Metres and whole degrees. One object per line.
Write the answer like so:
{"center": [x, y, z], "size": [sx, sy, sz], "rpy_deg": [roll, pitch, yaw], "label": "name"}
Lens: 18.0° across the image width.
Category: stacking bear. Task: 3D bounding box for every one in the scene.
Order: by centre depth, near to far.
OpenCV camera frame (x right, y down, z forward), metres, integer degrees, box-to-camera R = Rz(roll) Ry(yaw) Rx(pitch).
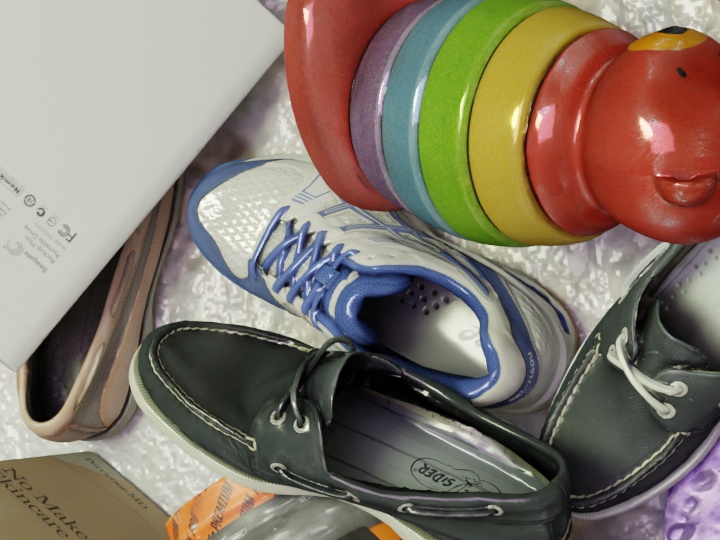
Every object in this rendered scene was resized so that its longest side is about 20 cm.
{"center": [0.079, -0.062, 0.923], "size": [0.199, 0.121, 0.114], "rpy_deg": [15, 111, 45], "label": "stacking bear"}

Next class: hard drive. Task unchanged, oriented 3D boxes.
{"center": [-0.142, -0.074, 1.025], "size": [0.132, 0.027, 0.200], "rpy_deg": [41, 80, -13], "label": "hard drive"}

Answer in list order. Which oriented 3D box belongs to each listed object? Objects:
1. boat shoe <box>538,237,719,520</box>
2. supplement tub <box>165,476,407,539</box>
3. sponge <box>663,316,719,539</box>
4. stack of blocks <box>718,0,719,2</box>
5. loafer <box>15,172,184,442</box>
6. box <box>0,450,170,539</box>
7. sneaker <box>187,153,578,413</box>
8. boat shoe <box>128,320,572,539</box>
{"center": [0.134, 0.023, 0.932], "size": [0.076, 0.060, 0.200], "rpy_deg": [41, 106, 19], "label": "boat shoe"}
{"center": [0.002, 0.175, 0.982], "size": [0.122, 0.122, 0.201], "rpy_deg": [-34, 78, 18], "label": "supplement tub"}
{"center": [0.187, 0.025, 0.958], "size": [0.111, 0.030, 0.201], "rpy_deg": [2, 91, 23], "label": "sponge"}
{"center": [0.172, -0.166, 0.950], "size": [0.199, 0.059, 0.116], "rpy_deg": [1, 89, 23], "label": "stack of blocks"}
{"center": [-0.127, -0.018, 1.067], "size": [0.071, 0.063, 0.201], "rpy_deg": [5, 92, 15], "label": "loafer"}
{"center": [-0.157, 0.141, 1.006], "size": [0.095, 0.200, 0.078], "rpy_deg": [38, 103, 17], "label": "box"}
{"center": [0.000, 0.000, 1.004], "size": [0.199, 0.088, 0.076], "rpy_deg": [24, 100, 22], "label": "sneaker"}
{"center": [-0.002, 0.062, 0.932], "size": [0.199, 0.075, 0.066], "rpy_deg": [29, 144, 12], "label": "boat shoe"}
